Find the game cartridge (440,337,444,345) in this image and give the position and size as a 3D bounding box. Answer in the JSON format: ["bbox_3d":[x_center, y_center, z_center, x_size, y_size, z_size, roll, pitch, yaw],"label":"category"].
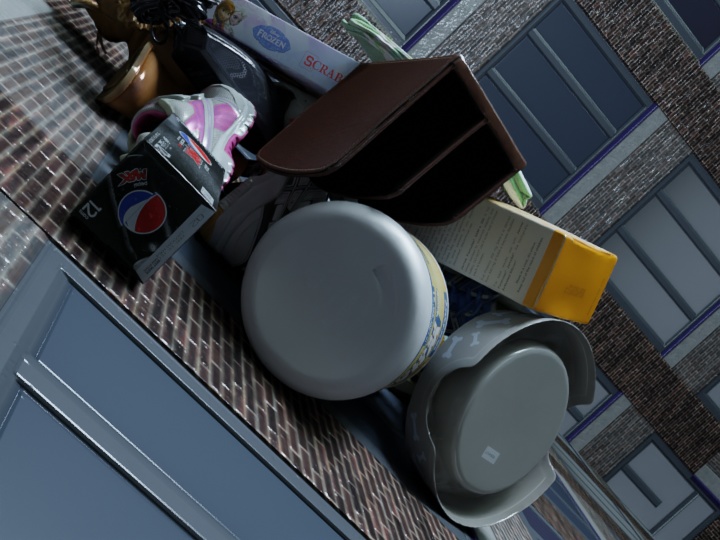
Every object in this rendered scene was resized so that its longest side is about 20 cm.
[{"bbox_3d":[0.130,0.113,1.188,0.201,0.032,0.178,-78,152,-55],"label":"game cartridge"}]

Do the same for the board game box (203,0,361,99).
[{"bbox_3d":[-0.047,-0.209,1.071,0.199,0.041,0.199,31,2,14],"label":"board game box"}]

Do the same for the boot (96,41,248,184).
[{"bbox_3d":[-0.184,-0.143,1.018,0.155,0.077,0.200,45,-6,-9],"label":"boot"}]

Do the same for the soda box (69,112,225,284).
[{"bbox_3d":[-0.140,-0.056,0.700,0.063,0.071,0.200,45,5,-13],"label":"soda box"}]

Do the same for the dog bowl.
[{"bbox_3d":[0.123,0.127,0.906,0.059,0.201,0.200,30,-9,48],"label":"dog bowl"}]

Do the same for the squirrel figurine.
[{"bbox_3d":[-0.226,-0.284,1.132,0.186,0.142,0.200,40,-25,-1],"label":"squirrel figurine"}]

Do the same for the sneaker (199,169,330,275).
[{"bbox_3d":[-0.055,-0.068,0.932,0.088,0.200,0.076,47,-23,-4],"label":"sneaker"}]

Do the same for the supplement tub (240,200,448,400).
[{"bbox_3d":[-0.004,0.027,0.814,0.145,0.145,0.200,48,6,10],"label":"supplement tub"}]

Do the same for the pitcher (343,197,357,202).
[{"bbox_3d":[0.000,0.000,1.025,0.200,0.121,0.172,46,-31,13],"label":"pitcher"}]

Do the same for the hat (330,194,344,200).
[{"bbox_3d":[-0.059,-0.057,1.178,0.201,0.080,0.203,173,-90,-80],"label":"hat"}]

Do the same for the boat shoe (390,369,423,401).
[{"bbox_3d":[0.084,0.126,1.188,0.075,0.075,0.202,52,6,39],"label":"boat shoe"}]

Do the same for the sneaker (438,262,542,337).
[{"bbox_3d":[0.090,0.026,0.958,0.198,0.077,0.077,20,-15,-24],"label":"sneaker"}]

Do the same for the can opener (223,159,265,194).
[{"bbox_3d":[-0.111,-0.098,1.118,0.078,0.064,0.199,38,-17,-25],"label":"can opener"}]

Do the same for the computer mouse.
[{"bbox_3d":[-0.131,-0.201,0.993,0.138,0.053,0.201,13,-35,52],"label":"computer mouse"}]

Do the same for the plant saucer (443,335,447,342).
[{"bbox_3d":[0.134,0.145,1.083,0.200,0.036,0.202,-10,90,-70],"label":"plant saucer"}]

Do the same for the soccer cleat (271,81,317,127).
[{"bbox_3d":[-0.040,-0.141,1.042,0.200,0.070,0.077,36,6,39],"label":"soccer cleat"}]

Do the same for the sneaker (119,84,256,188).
[{"bbox_3d":[-0.153,-0.123,0.886,0.088,0.081,0.201,39,24,-19],"label":"sneaker"}]

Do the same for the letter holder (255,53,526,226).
[{"bbox_3d":[0.012,-0.088,0.814,0.101,0.142,0.200,54,-12,-20],"label":"letter holder"}]

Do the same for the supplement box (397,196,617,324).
[{"bbox_3d":[0.122,-0.029,0.943,0.199,0.074,0.126,28,9,34],"label":"supplement box"}]

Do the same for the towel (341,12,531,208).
[{"bbox_3d":[0.072,-0.145,0.921,0.200,0.023,0.152,46,4,25],"label":"towel"}]
